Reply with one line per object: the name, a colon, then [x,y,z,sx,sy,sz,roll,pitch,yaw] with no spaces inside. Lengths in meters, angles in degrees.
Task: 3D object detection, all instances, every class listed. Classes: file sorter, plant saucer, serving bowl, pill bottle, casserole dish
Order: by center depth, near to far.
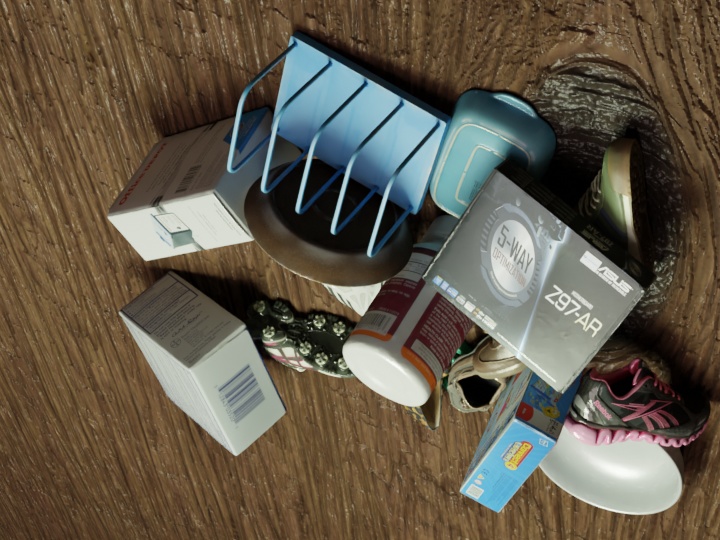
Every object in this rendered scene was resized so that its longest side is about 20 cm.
file sorter: [-0.029,-0.132,1.417,0.199,0.123,0.140,31,137,12]
casserole dish: [0.136,-0.110,1.427,0.120,0.039,0.201,27,145,6]
plant saucer: [-0.031,-0.063,1.471,0.198,0.201,0.032,26,131,7]
pill bottle: [0.075,0.043,1.499,0.113,0.201,0.115,28,156,14]
serving bowl: [0.318,0.222,1.663,0.198,0.066,0.201,20,142,16]

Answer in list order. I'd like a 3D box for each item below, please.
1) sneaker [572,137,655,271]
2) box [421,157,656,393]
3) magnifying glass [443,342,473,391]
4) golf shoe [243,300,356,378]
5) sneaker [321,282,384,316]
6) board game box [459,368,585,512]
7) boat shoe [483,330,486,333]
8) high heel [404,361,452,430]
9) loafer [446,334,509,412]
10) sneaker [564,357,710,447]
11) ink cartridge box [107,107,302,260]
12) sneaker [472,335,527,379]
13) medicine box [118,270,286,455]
sneaker: [0.254,-0.055,1.379,0.089,0.068,0.201,5,140,24]
box: [0.184,0.006,1.381,0.199,0.043,0.161,40,123,9]
magnifying glass: [0.122,0.103,1.702,0.079,0.022,0.201,6,136,31]
golf shoe: [-0.069,0.103,1.806,0.198,0.078,0.088,21,155,26]
sneaker: [0.000,0.000,1.612,0.114,0.076,0.201,22,151,11]
board game box: [0.204,0.157,1.558,0.055,0.197,0.201,28,145,2]
boat shoe: [0.202,0.013,1.509,0.071,0.073,0.201,12,141,-10]
high heel: [0.097,0.153,1.679,0.144,0.071,0.200,63,166,-13]
loafer: [0.147,0.141,1.649,0.071,0.063,0.200,28,150,-1]
sneaker: [0.328,0.147,1.514,0.079,0.198,0.097,49,132,53]
ink cartridge box: [-0.187,-0.101,1.574,0.198,0.147,0.086,-10,130,43]
sneaker: [0.191,0.052,1.467,0.199,0.071,0.076,-30,115,34]
medicine box: [-0.222,0.128,1.852,0.199,0.103,0.183,32,153,44]
